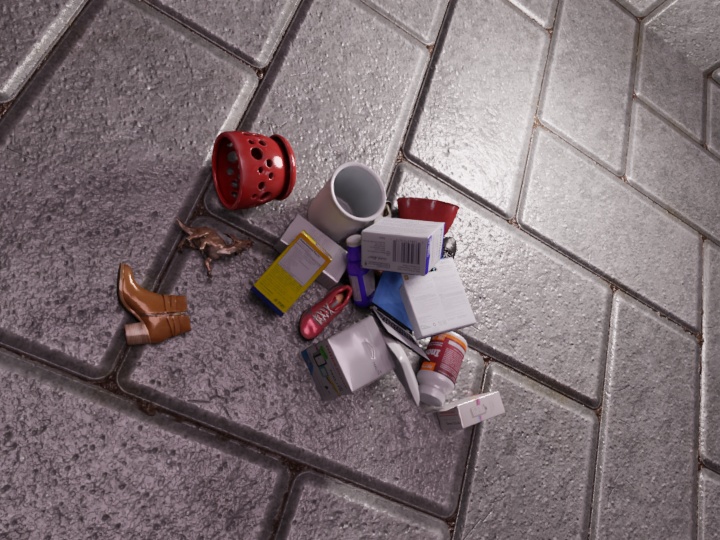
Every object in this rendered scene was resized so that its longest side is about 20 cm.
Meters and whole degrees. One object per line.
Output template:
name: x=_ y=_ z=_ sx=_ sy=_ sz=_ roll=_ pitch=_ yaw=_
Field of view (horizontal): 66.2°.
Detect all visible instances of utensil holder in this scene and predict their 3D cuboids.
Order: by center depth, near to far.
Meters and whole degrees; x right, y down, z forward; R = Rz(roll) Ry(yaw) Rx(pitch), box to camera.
utensil holder: x=-0.046 y=-0.184 z=1.563 sx=0.168 sy=0.200 sz=0.173 roll=9 pitch=70 yaw=-24

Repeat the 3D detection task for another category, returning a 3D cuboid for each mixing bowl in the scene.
mixing bowl: x=0.200 y=-0.153 z=1.699 sx=0.197 sy=0.200 sz=0.110 roll=10 pitch=89 yaw=-23

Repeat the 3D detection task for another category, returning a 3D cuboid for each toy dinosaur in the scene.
toy dinosaur: x=-0.386 y=-0.077 z=1.431 sx=0.199 sy=0.086 sz=0.136 roll=36 pitch=49 yaw=7

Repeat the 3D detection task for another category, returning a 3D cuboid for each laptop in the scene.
laptop: x=0.126 y=0.113 z=1.495 sx=0.116 sy=0.200 sz=0.187 roll=-48 pitch=125 yaw=9

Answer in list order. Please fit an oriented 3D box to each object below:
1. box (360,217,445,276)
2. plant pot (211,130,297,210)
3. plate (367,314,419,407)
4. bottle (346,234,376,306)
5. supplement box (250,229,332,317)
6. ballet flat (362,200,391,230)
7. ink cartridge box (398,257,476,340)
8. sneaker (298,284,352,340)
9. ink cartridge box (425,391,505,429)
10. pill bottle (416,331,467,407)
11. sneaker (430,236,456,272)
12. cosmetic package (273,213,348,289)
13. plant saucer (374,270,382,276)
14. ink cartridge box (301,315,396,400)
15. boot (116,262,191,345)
box: x=0.117 y=-0.069 z=1.490 sx=0.200 sy=0.181 sz=0.107 roll=-37 pitch=131 yaw=-63
plant pot: x=-0.280 y=-0.268 z=1.479 sx=0.180 sy=0.200 sz=0.203 roll=-8 pitch=77 yaw=-35
plate: x=0.096 y=0.232 z=1.463 sx=0.032 sy=0.200 sz=0.201 roll=-28 pitch=130 yaw=-7
bottle: x=0.000 y=0.000 z=1.545 sx=0.084 sy=0.064 sz=0.202 roll=-55 pitch=141 yaw=-51
supplement box: x=-0.178 y=0.005 z=1.440 sx=0.109 sy=0.110 sz=0.200 roll=43 pitch=92 yaw=-8
ballet flat: x=0.053 y=-0.148 z=1.640 sx=0.068 sy=0.068 sz=0.202 roll=60 pitch=31 yaw=-36
ink cartridge box: x=0.205 y=0.075 z=1.522 sx=0.194 sy=0.043 sz=0.203 roll=-9 pitch=71 yaw=-30
sneaker: x=-0.094 y=0.104 z=1.510 sx=0.074 sy=0.087 sz=0.200 roll=45 pitch=60 yaw=-5
ink cartridge box: x=0.300 y=0.409 z=1.591 sx=0.197 sy=0.116 sz=0.068 roll=-10 pitch=78 yaw=-28
pill bottle: x=0.230 y=0.283 z=1.599 sx=0.112 sy=0.113 sz=0.202 roll=32 pitch=61 yaw=-13
sneaker: x=0.248 y=-0.026 z=1.644 sx=0.073 sy=0.082 sz=0.201 roll=37 pitch=60 yaw=-11
cosmetic package: x=-0.132 y=-0.051 z=1.550 sx=0.199 sy=0.071 sz=0.102 roll=38 pitch=60 yaw=-11
plant saucer: x=0.091 y=-0.043 z=1.648 sx=0.197 sy=0.038 sz=0.202 roll=12 pitch=48 yaw=-14
ink cartridge box: x=-0.034 y=0.230 z=1.433 sx=0.145 sy=0.200 sz=0.148 roll=-23 pitch=84 yaw=-30
boot: x=-0.498 y=0.073 z=1.329 sx=0.153 sy=0.073 sz=0.203 roll=-10 pitch=90 yaw=-28
